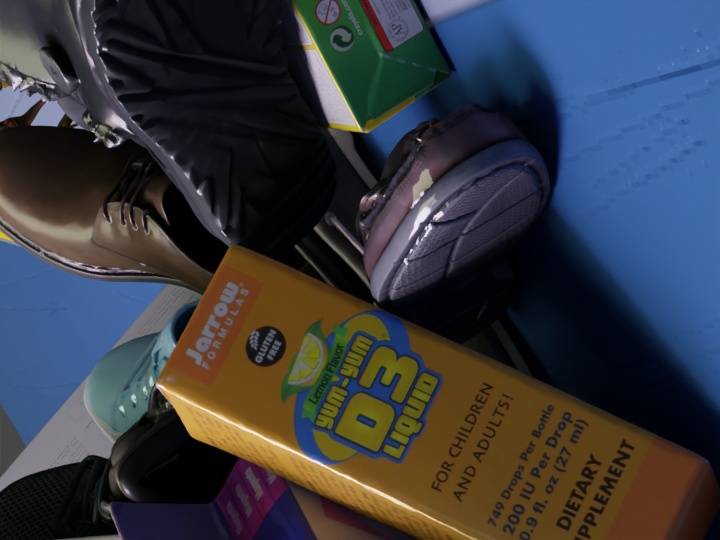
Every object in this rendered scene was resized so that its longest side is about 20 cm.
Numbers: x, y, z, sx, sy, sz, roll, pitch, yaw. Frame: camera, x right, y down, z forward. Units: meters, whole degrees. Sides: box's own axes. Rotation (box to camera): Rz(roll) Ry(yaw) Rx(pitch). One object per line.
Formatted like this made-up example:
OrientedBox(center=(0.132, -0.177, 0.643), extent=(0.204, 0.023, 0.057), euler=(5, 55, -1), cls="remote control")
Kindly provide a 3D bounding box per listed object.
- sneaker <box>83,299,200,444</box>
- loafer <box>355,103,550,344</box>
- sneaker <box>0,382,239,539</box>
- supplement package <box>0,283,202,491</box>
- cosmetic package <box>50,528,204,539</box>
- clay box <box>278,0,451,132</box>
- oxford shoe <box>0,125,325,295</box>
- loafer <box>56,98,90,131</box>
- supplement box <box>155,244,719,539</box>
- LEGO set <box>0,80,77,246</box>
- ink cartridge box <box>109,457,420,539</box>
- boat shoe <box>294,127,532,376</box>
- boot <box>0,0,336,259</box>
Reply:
OrientedBox(center=(-0.064, 0.038, 1.307), extent=(0.200, 0.074, 0.082), euler=(-1, 138, 47), cls="sneaker")
OrientedBox(center=(0.023, -0.022, 1.113), extent=(0.063, 0.072, 0.200), euler=(59, 170, 15), cls="loafer")
OrientedBox(center=(-0.096, 0.092, 1.270), extent=(0.199, 0.076, 0.114), euler=(3, 144, 38), cls="sneaker")
OrientedBox(center=(-0.056, 0.142, 1.408), extent=(0.147, 0.191, 0.200), euler=(39, -178, -40), cls="supplement package")
OrientedBox(center=(-0.112, 0.163, 1.245), extent=(0.200, 0.071, 0.105), euler=(-10, 146, 45), cls="cosmetic package")
OrientedBox(center=(-0.045, -0.117, 1.171), extent=(0.115, 0.048, 0.200), euler=(62, 164, -16), cls="clay box")
OrientedBox(center=(-0.093, -0.032, 1.361), extent=(0.199, 0.073, 0.084), euler=(17, 160, 18), cls="oxford shoe")
OrientedBox(center=(-0.105, -0.093, 1.366), extent=(0.068, 0.071, 0.200), euler=(33, 177, -22), cls="loafer")
OrientedBox(center=(0.028, 0.063, 1.095), extent=(0.199, 0.067, 0.069), euler=(23, 169, 19), cls="supplement box")
OrientedBox(center=(-0.198, -0.112, 1.495), extent=(0.116, 0.154, 0.200), euler=(16, 158, 26), cls="LEGO set")
OrientedBox(center=(0.028, 0.129, 1.113), extent=(0.196, 0.199, 0.043), euler=(-123, 43, -53), cls="ink cartridge box")
OrientedBox(center=(0.000, 0.000, 1.256), extent=(0.200, 0.057, 0.067), euler=(53, 165, 20), cls="boat shoe")
OrientedBox(center=(-0.099, -0.105, 1.116), extent=(0.168, 0.076, 0.200), euler=(38, 164, 35), cls="boot")
